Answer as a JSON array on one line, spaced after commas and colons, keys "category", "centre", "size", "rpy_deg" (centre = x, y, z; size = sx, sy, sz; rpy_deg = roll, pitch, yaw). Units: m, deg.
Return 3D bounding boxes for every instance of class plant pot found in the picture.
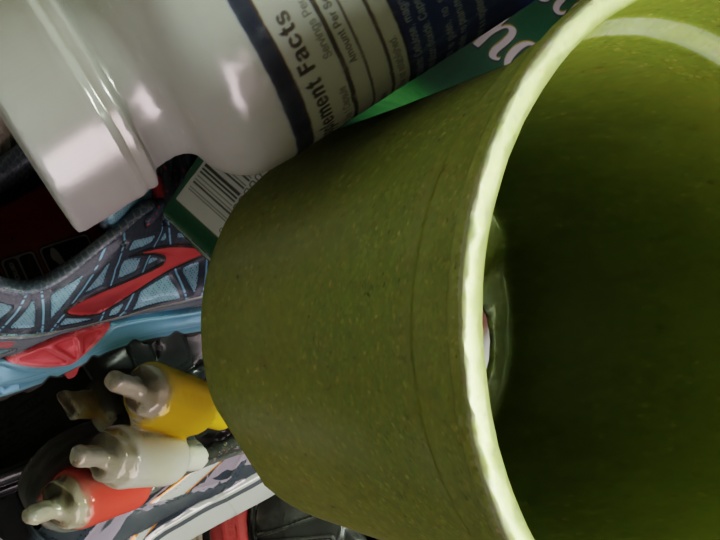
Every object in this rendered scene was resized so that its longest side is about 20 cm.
[{"category": "plant pot", "centre": [0.051, 0.017, 0.706], "size": [0.200, 0.202, 0.184], "rpy_deg": [-21, -169, -35]}]

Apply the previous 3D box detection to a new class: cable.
[{"category": "cable", "centre": [-0.053, 0.070, 0.910], "size": [0.199, 0.050, 0.097], "rpy_deg": [5, 131, -49]}]

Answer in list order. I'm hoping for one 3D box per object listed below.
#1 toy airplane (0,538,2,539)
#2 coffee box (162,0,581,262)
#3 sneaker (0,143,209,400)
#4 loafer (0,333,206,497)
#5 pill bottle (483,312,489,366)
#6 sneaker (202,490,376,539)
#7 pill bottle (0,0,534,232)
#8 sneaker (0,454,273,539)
[{"category": "toy airplane", "centre": [-0.178, 0.142, 0.878], "size": [0.141, 0.199, 0.200], "rpy_deg": [-43, 165, 15]}, {"category": "coffee box", "centre": [0.034, -0.068, 0.820], "size": [0.123, 0.044, 0.200], "rpy_deg": [33, 95, -44]}, {"category": "sneaker", "centre": [-0.077, -0.020, 0.831], "size": [0.199, 0.079, 0.096], "rpy_deg": [-26, 156, -26]}, {"category": "loafer", "centre": [-0.095, 0.030, 0.913], "size": [0.200, 0.068, 0.070], "rpy_deg": [-34, -174, 6]}, {"category": "pill bottle", "centre": [0.105, 0.006, 1.017], "size": [0.120, 0.119, 0.200], "rpy_deg": [-44, -164, 23]}, {"category": "sneaker", "centre": [0.024, 0.112, 1.088], "size": [0.098, 0.071, 0.200], "rpy_deg": [-19, 170, 40]}, {"category": "pill bottle", "centre": [-0.021, -0.098, 0.695], "size": [0.199, 0.111, 0.111], "rpy_deg": [-33, 160, -6]}, {"category": "sneaker", "centre": [-0.117, 0.095, 1.018], "size": [0.200, 0.078, 0.080], "rpy_deg": [-36, 127, -6]}]
